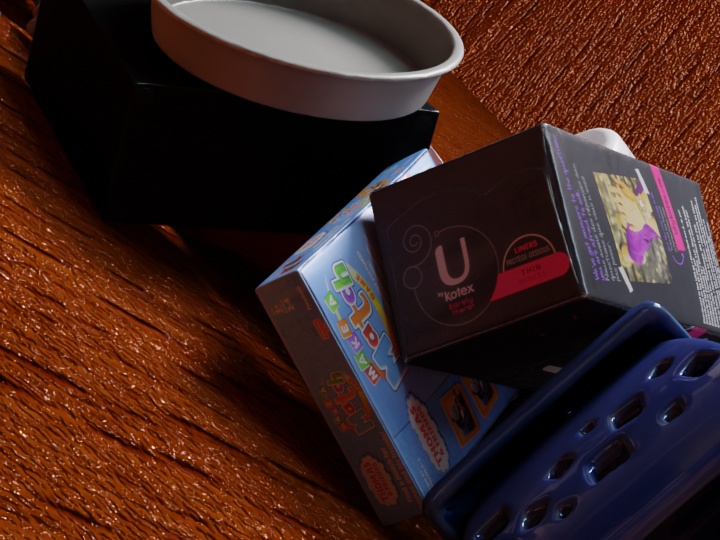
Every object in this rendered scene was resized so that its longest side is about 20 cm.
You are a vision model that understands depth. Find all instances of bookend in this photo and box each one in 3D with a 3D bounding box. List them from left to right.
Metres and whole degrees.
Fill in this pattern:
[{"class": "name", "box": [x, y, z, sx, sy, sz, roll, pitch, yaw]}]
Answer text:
[{"class": "bookend", "box": [-0.086, -0.110, 1.530, 0.198, 0.092, 0.200, 3, 28, -26]}]

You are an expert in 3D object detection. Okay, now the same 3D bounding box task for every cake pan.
[{"class": "cake pan", "box": [-0.038, -0.142, 1.468, 0.199, 0.037, 0.200, 13, 24, -6]}]

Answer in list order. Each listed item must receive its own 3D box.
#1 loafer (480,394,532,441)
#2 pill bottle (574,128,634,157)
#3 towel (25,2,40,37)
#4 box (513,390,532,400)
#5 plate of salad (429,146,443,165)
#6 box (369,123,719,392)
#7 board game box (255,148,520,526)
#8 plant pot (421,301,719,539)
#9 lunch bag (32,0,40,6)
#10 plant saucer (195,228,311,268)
[{"class": "loafer", "box": [0.140, 0.162, 1.451, 0.200, 0.073, 0.072, 53, -13, 6]}, {"class": "pill bottle", "box": [0.172, 0.018, 1.596, 0.200, 0.114, 0.114, 54, 6, -16]}, {"class": "towel", "box": [-0.129, -0.161, 1.663, 0.132, 0.035, 0.200, 34, -31, -27]}, {"class": "box", "box": [0.148, 0.144, 1.623, 0.164, 0.086, 0.200, 40, 9, -18]}, {"class": "plate of salad", "box": [0.021, -0.025, 1.758, 0.200, 0.048, 0.201, 41, -35, 37]}, {"class": "box", "box": [0.114, 0.000, 1.404, 0.200, 0.122, 0.106, 15, 59, -55]}, {"class": "board game box", "box": [0.026, 0.033, 1.399, 0.152, 0.037, 0.200, 62, 29, -9]}, {"class": "plant pot", "box": [0.163, 0.147, 1.291, 0.200, 0.200, 0.180, 47, 1, -29]}, {"class": "lunch bag", "box": [-0.221, -0.286, 1.771, 0.170, 0.127, 0.200, 78, -12, -48]}, {"class": "plant saucer", "box": [0.000, 0.000, 1.615, 0.199, 0.037, 0.200, 20, -1, 30]}]
